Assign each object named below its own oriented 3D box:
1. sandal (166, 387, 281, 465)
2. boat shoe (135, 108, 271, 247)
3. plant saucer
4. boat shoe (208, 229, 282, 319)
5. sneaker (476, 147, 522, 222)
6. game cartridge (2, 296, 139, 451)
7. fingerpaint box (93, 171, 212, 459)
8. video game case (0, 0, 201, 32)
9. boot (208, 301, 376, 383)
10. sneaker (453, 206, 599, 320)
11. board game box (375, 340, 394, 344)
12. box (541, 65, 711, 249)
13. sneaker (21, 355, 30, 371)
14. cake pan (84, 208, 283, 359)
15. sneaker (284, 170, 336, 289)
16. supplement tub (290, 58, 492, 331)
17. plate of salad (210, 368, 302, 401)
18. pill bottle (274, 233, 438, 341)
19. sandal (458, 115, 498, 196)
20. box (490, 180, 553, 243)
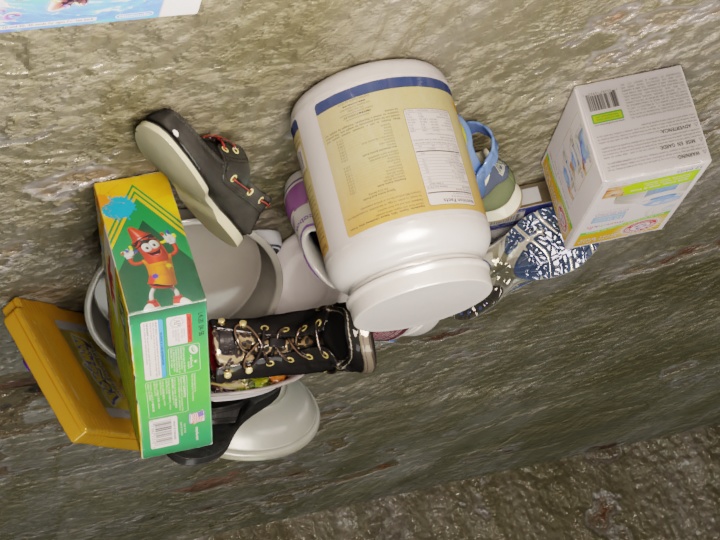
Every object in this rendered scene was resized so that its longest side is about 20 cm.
[{"bbox_3d":[-0.154,0.145,1.765,0.200,0.075,0.048,-44,152,-53],"label":"sandal"},{"bbox_3d":[-0.134,-0.090,1.393,0.063,0.074,0.201,-52,153,-9],"label":"boat shoe"},{"bbox_3d":[-0.141,0.142,1.871,0.199,0.200,0.050,-5,123,-29],"label":"plant saucer"},{"bbox_3d":[-0.161,0.028,1.695,0.200,0.091,0.071,-22,163,24],"label":"boat shoe"},{"bbox_3d":[0.056,-0.077,1.609,0.199,0.067,0.090,-13,149,12],"label":"sneaker"},{"bbox_3d":[-0.284,0.113,1.725,0.032,0.177,0.200,-39,158,12],"label":"game cartridge"},{"bbox_3d":[-0.186,0.041,1.465,0.073,0.167,0.201,-11,137,-13],"label":"fingerpaint box"},{"bbox_3d":[-0.184,-0.208,0.982,0.199,0.046,0.181,-9,162,-18],"label":"video game case"},{"bbox_3d":[-0.068,0.070,1.563,0.150,0.074,0.200,-6,180,-11],"label":"boot"},{"bbox_3d":[0.177,-0.017,1.789,0.199,0.077,0.085,-26,-178,12],"label":"sneaker"},{"bbox_3d":[-0.098,0.068,1.886,0.199,0.044,0.199,-8,172,37],"label":"board game box"},{"bbox_3d":[0.257,-0.107,1.595,0.112,0.102,0.200,-12,163,-8],"label":"box"},{"bbox_3d":[-0.309,0.129,1.877,0.069,0.100,0.200,-24,162,24],"label":"sneaker"},{"bbox_3d":[-0.177,0.016,1.599,0.199,0.037,0.201,-11,134,-12],"label":"cake pan"},{"bbox_3d":[-0.001,0.000,1.558,0.073,0.115,0.200,-38,127,17],"label":"sneaker"},{"bbox_3d":[0.028,-0.062,1.370,0.144,0.201,0.144,-13,164,-4],"label":"supplement tub"},{"bbox_3d":[-0.157,0.101,1.749,0.199,0.048,0.200,-2,-168,0],"label":"plate of salad"},{"bbox_3d":[0.002,0.019,1.769,0.114,0.115,0.200,-26,160,33],"label":"pill bottle"},{"bbox_3d":[0.088,-0.062,1.528,0.087,0.079,0.201,-24,132,-44],"label":"sandal"},{"bbox_3d":[0.174,-0.049,1.837,0.120,0.033,0.200,-13,161,-6],"label":"box"}]
